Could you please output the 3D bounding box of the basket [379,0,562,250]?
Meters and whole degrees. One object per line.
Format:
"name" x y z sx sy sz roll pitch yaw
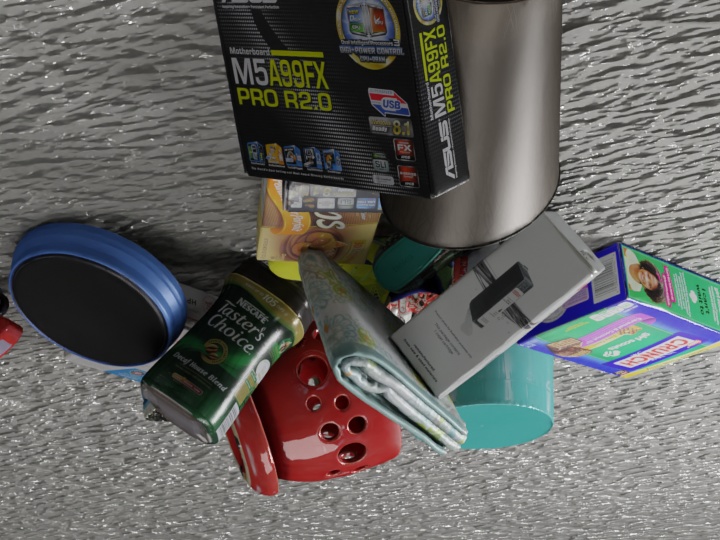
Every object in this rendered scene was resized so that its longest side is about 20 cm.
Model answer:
"basket" 0.090 -0.147 1.124 0.136 0.180 0.200 21 135 21

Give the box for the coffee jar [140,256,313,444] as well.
"coffee jar" -0.139 0.083 1.604 0.104 0.200 0.085 31 156 18

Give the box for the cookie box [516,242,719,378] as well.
"cookie box" 0.305 0.051 1.716 0.200 0.075 0.171 17 149 -37

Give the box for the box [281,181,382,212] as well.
"box" 0.032 -0.123 1.286 0.199 0.049 0.162 1 137 -6

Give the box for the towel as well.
"towel" 0.019 0.085 1.481 0.048 0.171 0.200 -40 128 10

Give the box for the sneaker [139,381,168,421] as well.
"sneaker" -0.203 0.099 1.795 0.200 0.090 0.078 -37 154 21

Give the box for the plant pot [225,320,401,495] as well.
"plant pot" -0.070 0.154 1.720 0.182 0.201 0.201 -20 159 -11

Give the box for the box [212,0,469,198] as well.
"box" -0.018 -0.143 1.089 0.200 0.161 0.044 10 -152 41

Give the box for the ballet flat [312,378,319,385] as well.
"ballet flat" -0.048 0.131 1.890 0.199 0.075 0.074 10 154 -24

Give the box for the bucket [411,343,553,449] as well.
"bucket" 0.144 0.130 1.812 0.206 0.135 0.207 -1 155 0

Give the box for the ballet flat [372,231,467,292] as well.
"ballet flat" 0.095 -0.050 1.472 0.200 0.074 0.074 -33 143 28

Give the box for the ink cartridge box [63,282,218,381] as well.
"ink cartridge box" -0.241 0.062 1.722 0.115 0.068 0.200 22 148 -40

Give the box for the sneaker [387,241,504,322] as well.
"sneaker" 0.081 0.022 1.648 0.108 0.067 0.201 20 142 -14

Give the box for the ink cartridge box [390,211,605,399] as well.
"ink cartridge box" 0.142 0.031 1.495 0.200 0.084 0.144 -39 174 11

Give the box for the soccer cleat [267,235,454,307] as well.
"soccer cleat" 0.000 0.000 1.572 0.199 0.084 0.065 -1 157 1

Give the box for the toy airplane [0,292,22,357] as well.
"toy airplane" -0.504 0.091 1.686 0.199 0.142 0.199 10 154 -25

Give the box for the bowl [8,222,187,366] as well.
"bowl" -0.286 0.031 1.593 0.200 0.039 0.201 12 140 10

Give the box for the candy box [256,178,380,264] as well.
"candy box" -0.039 -0.071 1.447 0.115 0.056 0.200 2 156 -7
